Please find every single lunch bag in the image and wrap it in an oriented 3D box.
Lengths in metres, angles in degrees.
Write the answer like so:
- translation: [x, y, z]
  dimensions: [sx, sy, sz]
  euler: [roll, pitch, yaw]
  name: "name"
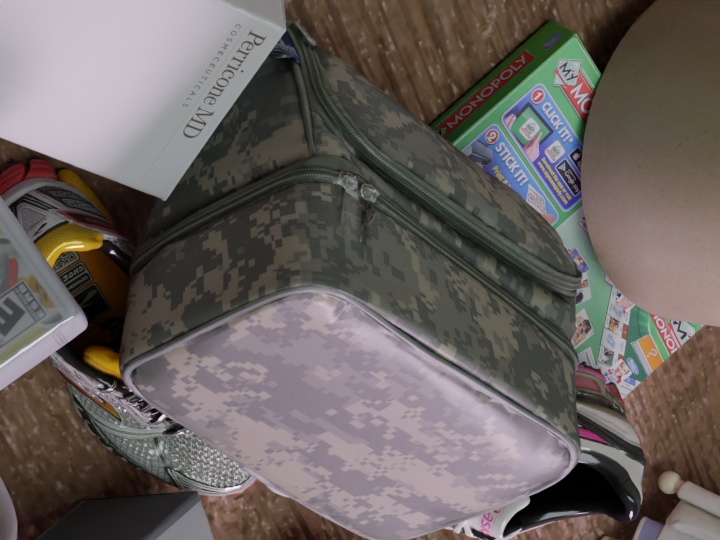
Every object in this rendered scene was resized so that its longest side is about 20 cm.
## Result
- translation: [0.000, 0.000, 0.846]
  dimensions: [0.139, 0.168, 0.200]
  euler: [-30, 132, 35]
  name: "lunch bag"

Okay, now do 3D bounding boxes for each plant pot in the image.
- translation: [0.244, -0.044, 0.927]
  dimensions: [0.187, 0.200, 0.188]
  euler: [-10, 108, -34]
  name: "plant pot"

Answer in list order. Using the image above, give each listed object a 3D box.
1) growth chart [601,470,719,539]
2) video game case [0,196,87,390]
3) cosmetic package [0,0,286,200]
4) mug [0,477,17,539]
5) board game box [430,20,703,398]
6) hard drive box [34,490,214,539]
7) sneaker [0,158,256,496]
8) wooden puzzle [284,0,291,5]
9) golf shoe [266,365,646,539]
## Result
- translation: [0.168, 0.213, 1.066]
  dimensions: [0.018, 0.145, 0.201]
  euler: [25, 95, -53]
  name: "growth chart"
- translation: [-0.235, -0.003, 0.749]
  dimensions: [0.182, 0.200, 0.023]
  euler: [-36, 161, -8]
  name: "video game case"
- translation: [-0.141, -0.120, 0.755]
  dimensions: [0.199, 0.085, 0.108]
  euler: [21, 127, -25]
  name: "cosmetic package"
- translation: [-0.264, 0.111, 0.827]
  dimensions: [0.153, 0.187, 0.149]
  euler: [-47, 157, 10]
  name: "mug"
- translation: [0.103, -0.013, 0.995]
  dimensions: [0.134, 0.029, 0.200]
  euler: [-41, 123, -5]
  name: "board game box"
- translation: [-0.130, 0.216, 0.869]
  dimensions: [0.200, 0.077, 0.157]
  euler: [-37, 115, -55]
  name: "hard drive box"
- translation: [-0.108, 0.042, 0.883]
  dimensions: [0.078, 0.082, 0.200]
  euler: [-41, 124, -4]
  name: "sneaker"
- translation: [-0.065, -0.188, 0.786]
  dimensions: [0.200, 0.046, 0.185]
  euler: [-31, 133, 25]
  name: "wooden puzzle"
- translation: [0.047, 0.095, 0.962]
  dimensions: [0.199, 0.092, 0.073]
  euler: [-4, 126, -7]
  name: "golf shoe"
